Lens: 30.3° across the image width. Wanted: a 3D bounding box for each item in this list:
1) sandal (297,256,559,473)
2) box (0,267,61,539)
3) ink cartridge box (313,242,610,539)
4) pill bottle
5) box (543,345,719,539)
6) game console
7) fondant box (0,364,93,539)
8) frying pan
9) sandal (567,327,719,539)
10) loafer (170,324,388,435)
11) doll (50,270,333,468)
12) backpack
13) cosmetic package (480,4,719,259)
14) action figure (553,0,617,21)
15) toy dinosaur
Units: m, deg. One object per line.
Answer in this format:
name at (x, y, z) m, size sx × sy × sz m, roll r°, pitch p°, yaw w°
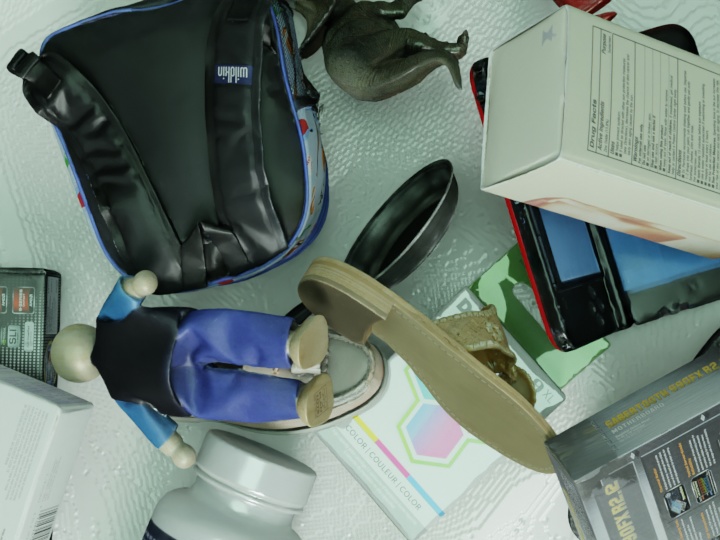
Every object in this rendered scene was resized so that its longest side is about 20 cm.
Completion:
sandal at (0.062, 0.042, 0.865) m, size 0.211 × 0.078 × 0.070 m, roll 36°, pitch 61°, yaw -7°
box at (-0.299, 0.097, 0.947) m, size 0.158 × 0.044 × 0.202 m, roll 2°, pitch 87°, yaw 2°
ink cartridge box at (0.074, 0.082, 0.928) m, size 0.200 × 0.059 × 0.104 m, roll -42°, pitch 85°, yaw -1°
pill bottle at (-0.103, 0.216, 0.901) m, size 0.110 × 0.111 × 0.202 m, roll 21°, pitch 88°, yaw 3°
box at (0.223, 0.159, 0.869) m, size 0.157 × 0.048 × 0.201 m, roll -27°, pitch 120°, yaw -5°
game console at (0.179, -0.063, 0.907) m, size 0.118 × 0.172 × 0.202 m, roll -19°, pitch 86°, yaw 27°
fondant box at (-0.294, 0.121, 0.881) m, size 0.198 × 0.058 × 0.146 m, roll 20°, pitch 92°, yaw 11°
frying pan at (0.005, 0.002, 0.912) m, size 0.031 × 0.115 × 0.190 m, roll 39°, pitch 90°, yaw -16°
sandal at (0.223, 0.119, 0.931) m, size 0.075 × 0.045 × 0.200 m, roll 43°, pitch 83°, yaw 2°
loafer at (-0.082, 0.070, 0.903) m, size 0.198 × 0.063 × 0.073 m, roll -4°, pitch 66°, yaw 20°
doll at (-0.117, 0.064, 0.855) m, size 0.198 × 0.048 × 0.138 m, roll 4°, pitch 112°, yaw 23°
backpack at (-0.110, -0.082, 0.897) m, size 0.198 × 0.154 × 0.192 m, roll -14°, pitch 85°, yaw 15°
cosmetic package at (0.182, -0.082, 0.852) m, size 0.198 × 0.087 × 0.104 m, roll 16°, pitch 72°, yaw -27°
action figure at (0.134, -0.271, 0.933) m, size 0.099 × 0.065 × 0.201 m, roll -35°, pitch 77°, yaw 4°
toy dinosaur at (0.013, -0.148, 0.912) m, size 0.101 × 0.077 × 0.201 m, roll -22°, pitch 45°, yaw -11°
